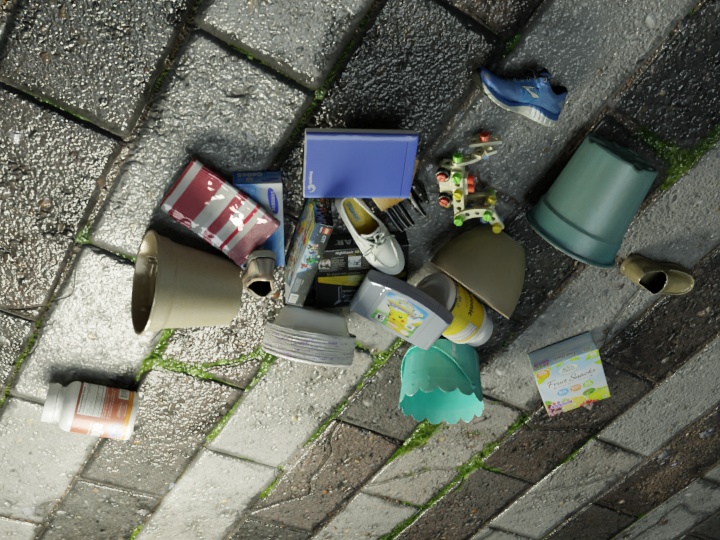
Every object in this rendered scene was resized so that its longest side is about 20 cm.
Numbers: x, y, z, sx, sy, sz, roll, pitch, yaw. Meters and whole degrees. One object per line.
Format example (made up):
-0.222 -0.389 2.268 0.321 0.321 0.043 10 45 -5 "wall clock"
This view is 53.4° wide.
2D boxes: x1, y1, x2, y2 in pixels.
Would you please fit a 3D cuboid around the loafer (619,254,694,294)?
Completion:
0.681 0.023 1.630 0.197 0.068 0.077 11 128 -18 "loafer"

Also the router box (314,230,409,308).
0.000 0.000 1.508 0.197 0.053 0.159 -4 130 -6 "router box"

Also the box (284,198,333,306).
-0.104 -0.051 1.393 0.037 0.138 0.202 12 128 -16 "box"

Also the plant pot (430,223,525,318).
0.260 -0.015 1.467 0.199 0.200 0.135 33 94 -31 "plant pot"

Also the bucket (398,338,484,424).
0.188 0.259 1.671 0.204 0.136 0.208 4 147 2 "bucket"

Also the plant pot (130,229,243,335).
-0.337 0.033 1.409 0.181 0.202 0.202 7 130 -30 "plant pot"

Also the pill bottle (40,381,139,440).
-0.617 0.318 1.638 0.197 0.113 0.113 14 127 -20 "pill bottle"

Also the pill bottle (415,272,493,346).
0.209 0.094 1.579 0.111 0.112 0.199 -36 136 21 "pill bottle"

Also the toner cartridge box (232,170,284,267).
-0.197 -0.097 1.400 0.093 0.043 0.202 -3 130 -7 "toner cartridge box"

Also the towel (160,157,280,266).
-0.267 -0.106 1.352 0.199 0.023 0.144 37 127 -17 "towel"

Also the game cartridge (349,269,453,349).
0.084 0.080 1.472 0.198 0.041 0.134 28 137 -3 "game cartridge"

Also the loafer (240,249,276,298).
-0.204 0.024 1.438 0.071 0.064 0.200 -2 158 -12 "loafer"

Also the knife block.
0.040 -0.161 1.371 0.197 0.064 0.177 6 128 -14 "knife block"

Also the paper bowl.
-0.106 0.134 1.527 0.198 0.200 0.106 9 91 -17 "paper bowl"

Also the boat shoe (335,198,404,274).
0.024 -0.069 1.391 0.074 0.086 0.203 -33 106 2 "boat shoe"

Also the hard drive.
-0.002 -0.190 1.281 0.197 0.026 0.133 -1 130 -8 "hard drive"

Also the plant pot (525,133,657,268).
0.455 -0.142 1.383 0.198 0.201 0.198 16 118 -22 "plant pot"

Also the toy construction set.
0.215 -0.167 1.377 0.129 0.092 0.202 7 125 17 "toy construction set"

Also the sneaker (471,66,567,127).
0.285 -0.329 1.272 0.197 0.079 0.090 11 121 -29 "sneaker"

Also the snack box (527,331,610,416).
0.528 0.266 1.812 0.167 0.068 0.201 -22 128 10 "snack box"
